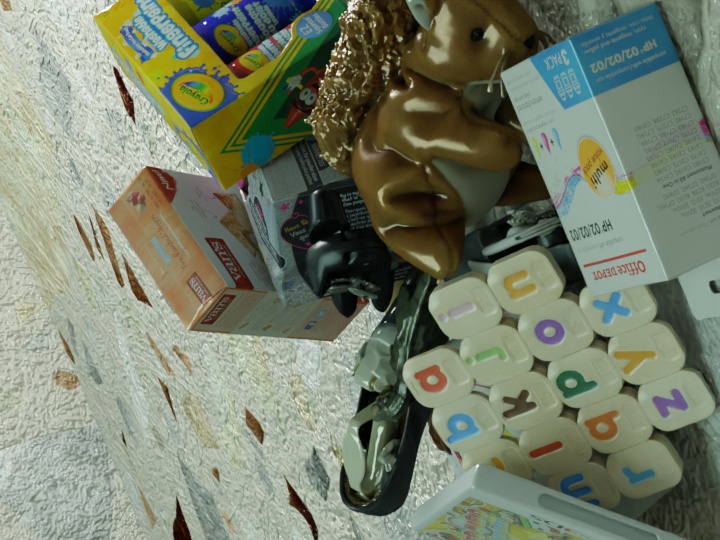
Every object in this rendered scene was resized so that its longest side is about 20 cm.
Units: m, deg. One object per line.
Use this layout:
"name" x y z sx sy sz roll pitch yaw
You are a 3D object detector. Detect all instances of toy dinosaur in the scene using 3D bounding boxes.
"toy dinosaur" 0.045 0.026 1.534 0.047 0.088 0.201 15 128 10

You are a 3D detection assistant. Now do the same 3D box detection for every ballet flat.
"ballet flat" 0.021 0.104 1.621 0.073 0.073 0.201 38 120 55

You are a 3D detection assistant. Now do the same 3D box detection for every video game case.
"video game case" 0.142 0.194 1.476 0.181 0.023 0.200 21 162 -5

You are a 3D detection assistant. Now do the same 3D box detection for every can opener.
"can opener" 0.000 0.000 1.516 0.200 0.063 0.079 63 -154 -71
"can opener" 0.109 -0.011 1.535 0.067 0.052 0.200 68 162 -2

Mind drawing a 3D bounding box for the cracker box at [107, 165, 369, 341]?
"cracker box" -0.098 -0.011 1.696 0.058 0.200 0.134 -47 63 23

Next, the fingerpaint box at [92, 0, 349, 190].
"fingerpaint box" -0.093 -0.178 1.614 0.200 0.167 0.073 49 169 46

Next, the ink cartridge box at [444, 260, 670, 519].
"ink cartridge box" 0.130 0.092 1.505 0.200 0.067 0.116 57 163 -14

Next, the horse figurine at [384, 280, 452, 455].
"horse figurine" 0.039 0.053 1.699 0.133 0.050 0.201 155 112 -77

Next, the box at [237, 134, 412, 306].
"box" -0.031 -0.087 1.650 0.200 0.132 0.115 -113 14 -48

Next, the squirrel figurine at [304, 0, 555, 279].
"squirrel figurine" 0.045 -0.132 1.418 0.200 0.141 0.187 34 138 33

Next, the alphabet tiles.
"alphabet tiles" 0.135 0.079 1.413 0.195 0.015 0.200 -25 107 30

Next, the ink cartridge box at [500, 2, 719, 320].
"ink cartridge box" 0.172 -0.053 1.289 0.201 0.068 0.115 67 162 -1

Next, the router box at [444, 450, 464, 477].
"router box" 0.132 0.160 1.680 0.201 0.049 0.180 63 161 11
